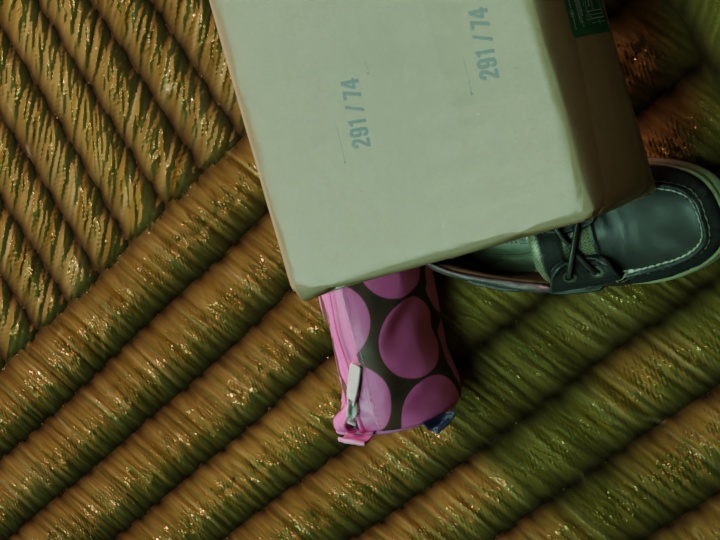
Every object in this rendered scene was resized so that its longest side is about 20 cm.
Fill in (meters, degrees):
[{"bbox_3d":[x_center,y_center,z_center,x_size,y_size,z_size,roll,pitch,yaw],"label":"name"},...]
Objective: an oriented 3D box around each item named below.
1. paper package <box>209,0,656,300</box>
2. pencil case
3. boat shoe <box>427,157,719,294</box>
[{"bbox_3d":[0.035,-0.105,1.393,0.190,0.103,0.200,-15,93,24],"label":"paper package"},{"bbox_3d":[0.000,0.000,1.567,0.091,0.094,0.200,-3,106,46],"label":"pencil case"},{"bbox_3d":[0.116,-0.017,1.460,0.201,0.066,0.072,-4,106,46],"label":"boat shoe"}]
